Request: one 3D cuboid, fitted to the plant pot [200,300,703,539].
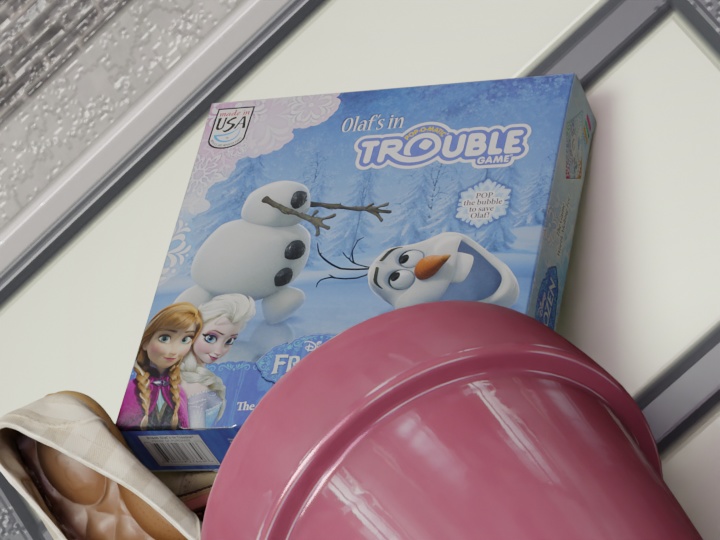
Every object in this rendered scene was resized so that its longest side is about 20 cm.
[{"bbox_3d":[0.059,0.135,0.921,0.200,0.200,0.179,-53,36,3],"label":"plant pot"}]

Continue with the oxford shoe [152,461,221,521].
[{"bbox_3d":[-0.070,0.090,1.136,0.199,0.070,0.075,-20,65,18],"label":"oxford shoe"}]

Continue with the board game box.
[{"bbox_3d":[0.000,0.000,1.106,0.199,0.043,0.200,-3,52,24],"label":"board game box"}]

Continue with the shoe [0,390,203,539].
[{"bbox_3d":[-0.096,0.134,1.041,0.200,0.053,0.070,45,102,18],"label":"shoe"}]
